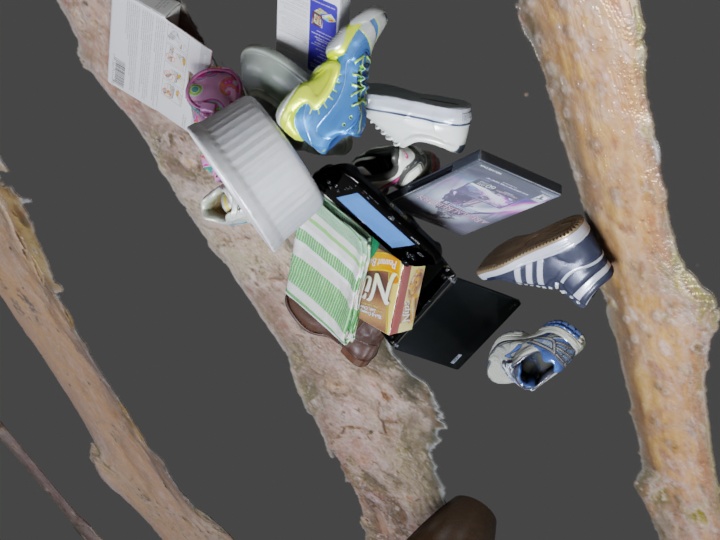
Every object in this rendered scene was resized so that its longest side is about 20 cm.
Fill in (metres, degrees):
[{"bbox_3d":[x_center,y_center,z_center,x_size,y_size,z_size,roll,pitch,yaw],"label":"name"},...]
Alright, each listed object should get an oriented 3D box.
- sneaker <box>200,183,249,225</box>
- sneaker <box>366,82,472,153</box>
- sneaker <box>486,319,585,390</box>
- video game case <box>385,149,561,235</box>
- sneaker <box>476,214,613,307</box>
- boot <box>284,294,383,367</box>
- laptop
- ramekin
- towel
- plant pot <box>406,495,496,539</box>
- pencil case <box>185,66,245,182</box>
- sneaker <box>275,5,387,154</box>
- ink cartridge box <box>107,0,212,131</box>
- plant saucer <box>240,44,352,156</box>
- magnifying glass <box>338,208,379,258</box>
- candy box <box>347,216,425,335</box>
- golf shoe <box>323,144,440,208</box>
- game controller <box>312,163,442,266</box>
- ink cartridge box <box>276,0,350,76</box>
[{"bbox_3d":[-0.155,-0.102,1.806,0.199,0.080,0.077,-15,87,49],"label":"sneaker"},{"bbox_3d":[0.048,-0.196,1.608,0.198,0.073,0.072,16,114,26],"label":"sneaker"},{"bbox_3d":[0.241,0.136,1.827,0.077,0.085,0.200,42,146,-9],"label":"sneaker"},{"bbox_3d":[0.146,-0.099,1.637,0.142,0.019,0.199,19,155,-31],"label":"video game case"},{"bbox_3d":[0.252,0.003,1.677,0.109,0.070,0.199,50,140,-15],"label":"sneaker"},{"bbox_3d":[-0.018,0.047,1.976,0.186,0.064,0.200,36,142,3],"label":"boot"},{"bbox_3d":[0.106,0.032,1.847,0.201,0.103,0.178,54,130,18],"label":"laptop"},{"bbox_3d":[-0.135,-0.134,1.645,0.201,0.097,0.201,54,176,6],"label":"ramekin"},{"bbox_3d":[-0.049,-0.006,1.797,0.152,0.023,0.201,39,137,30],"label":"towel"},{"bbox_3d":[0.162,0.513,2.230,0.185,0.200,0.188,23,143,19],"label":"plant pot"},{"bbox_3d":[-0.200,-0.207,1.784,0.087,0.088,0.200,28,157,12],"label":"pencil case"},{"bbox_3d":[-0.012,-0.232,1.562,0.105,0.076,0.200,43,107,4],"label":"sneaker"},{"bbox_3d":[-0.285,-0.309,1.805,0.175,0.045,0.201,32,146,8],"label":"ink cartridge box"},{"bbox_3d":[-0.100,-0.218,1.693,0.199,0.050,0.200,38,164,13],"label":"plant saucer"},{"bbox_3d":[-0.049,-0.067,1.813,0.199,0.022,0.081,20,106,38],"label":"magnifying glass"},{"bbox_3d":[0.000,0.000,1.825,0.199,0.055,0.117,28,117,37],"label":"candy box"},{"bbox_3d":[0.011,-0.137,1.701,0.092,0.073,0.199,21,155,-40],"label":"golf shoe"},{"bbox_3d":[0.024,-0.073,1.657,0.200,0.042,0.104,40,168,-21],"label":"game controller"},{"bbox_3d":[-0.062,-0.318,1.609,0.094,0.037,0.201,27,142,15],"label":"ink cartridge box"}]
